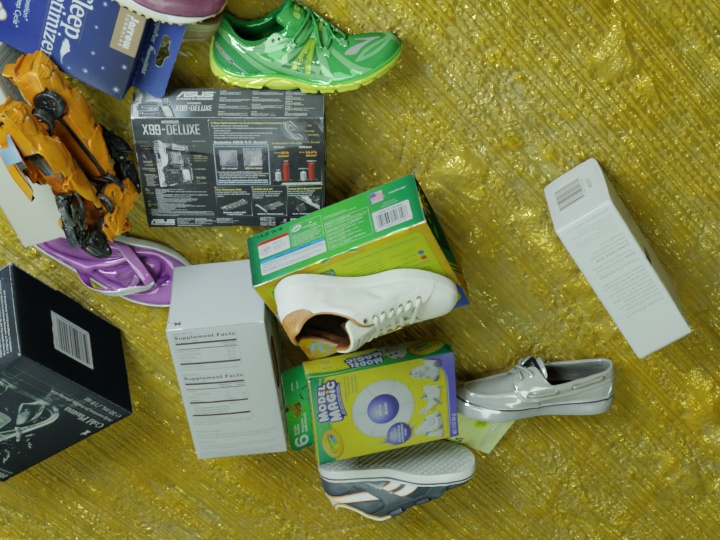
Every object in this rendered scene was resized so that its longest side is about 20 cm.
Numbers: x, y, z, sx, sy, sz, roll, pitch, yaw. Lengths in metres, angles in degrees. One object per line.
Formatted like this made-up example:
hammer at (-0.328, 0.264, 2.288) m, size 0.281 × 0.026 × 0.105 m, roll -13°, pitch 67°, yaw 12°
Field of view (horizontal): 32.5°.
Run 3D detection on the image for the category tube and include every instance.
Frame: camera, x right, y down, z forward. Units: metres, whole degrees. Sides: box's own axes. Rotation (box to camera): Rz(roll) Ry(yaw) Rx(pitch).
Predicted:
tube at (0.091, 0.171, 1.500) m, size 0.198 × 0.058 × 0.053 m, roll 20°, pitch 79°, yaw -19°

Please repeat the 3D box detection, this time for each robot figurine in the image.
robot figurine at (-0.290, -0.108, 1.222) m, size 0.058 × 0.146 × 0.201 m, roll -8°, pitch 132°, yaw 26°

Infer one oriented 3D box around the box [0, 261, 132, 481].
box at (-0.395, 0.120, 1.376) m, size 0.195 × 0.125 × 0.200 m, roll -27°, pitch 146°, yaw 16°

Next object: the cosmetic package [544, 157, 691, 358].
cosmetic package at (0.284, -0.012, 1.361) m, size 0.074 × 0.102 × 0.200 m, roll -31°, pitch 118°, yaw 18°

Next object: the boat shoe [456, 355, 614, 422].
boat shoe at (0.207, 0.135, 1.467) m, size 0.197 × 0.072 × 0.066 m, roll 0°, pitch 117°, yaw -2°

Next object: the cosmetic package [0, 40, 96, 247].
cosmetic package at (-0.350, -0.139, 1.273) m, size 0.072 × 0.104 × 0.202 m, roll -13°, pitch 120°, yaw 15°

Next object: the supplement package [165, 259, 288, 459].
supplement package at (-0.146, 0.102, 1.401) m, size 0.108 × 0.114 × 0.202 m, roll -5°, pitch 130°, yaw 1°

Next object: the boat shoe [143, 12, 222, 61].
boat shoe at (-0.234, -0.249, 1.236) m, size 0.197 × 0.074 × 0.063 m, roll 8°, pitch 129°, yaw 8°

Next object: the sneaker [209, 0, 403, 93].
sneaker at (-0.055, -0.228, 1.243) m, size 0.197 × 0.074 × 0.084 m, roll -1°, pitch 123°, yaw -1°

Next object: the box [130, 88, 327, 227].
box at (-0.134, -0.116, 1.298) m, size 0.197 × 0.050 × 0.159 m, roll -1°, pitch 138°, yaw 0°

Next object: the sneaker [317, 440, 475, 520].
sneaker at (0.049, 0.260, 1.533) m, size 0.197 × 0.079 × 0.080 m, roll -2°, pitch 118°, yaw 16°

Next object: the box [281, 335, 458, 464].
box at (0.011, 0.151, 1.422) m, size 0.197 × 0.048 × 0.119 m, roll -10°, pitch 116°, yaw -8°

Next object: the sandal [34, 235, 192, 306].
sandal at (-0.280, -0.002, 1.388) m, size 0.201 × 0.050 × 0.083 m, roll 22°, pitch 120°, yaw -15°

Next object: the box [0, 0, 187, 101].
box at (-0.270, -0.241, 1.182) m, size 0.198 × 0.033 × 0.122 m, roll 25°, pitch 136°, yaw -6°

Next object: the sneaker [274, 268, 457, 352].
sneaker at (0.012, 0.051, 1.291) m, size 0.197 × 0.085 × 0.073 m, roll -3°, pitch 140°, yaw -14°

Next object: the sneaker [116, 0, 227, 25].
sneaker at (-0.207, -0.295, 1.110) m, size 0.198 × 0.075 × 0.090 m, roll 21°, pitch 134°, yaw -10°

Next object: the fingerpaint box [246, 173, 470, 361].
fingerpaint box at (0.000, 0.000, 1.351) m, size 0.198 × 0.074 × 0.167 m, roll -21°, pitch 141°, yaw 12°
